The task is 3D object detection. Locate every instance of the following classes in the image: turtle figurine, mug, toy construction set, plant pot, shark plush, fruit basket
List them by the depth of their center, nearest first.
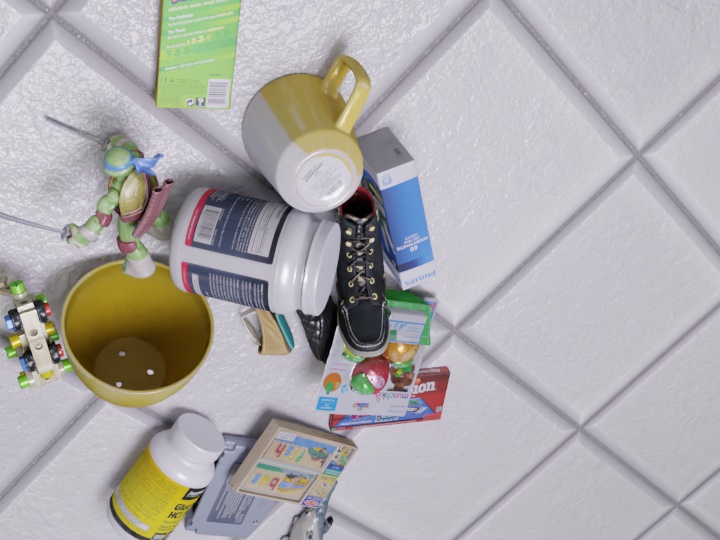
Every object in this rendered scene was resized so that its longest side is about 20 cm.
[{"bbox_3d":[-0.319,-0.090,1.234,0.198,0.145,0.195,-14,143,1],"label":"turtle figurine"},{"bbox_3d":[-0.065,-0.167,1.251,0.148,0.154,0.188,-8,125,-14],"label":"mug"},{"bbox_3d":[-0.444,0.073,1.297,0.092,0.131,0.201,-33,124,-14],"label":"toy construction set"},{"bbox_3d":[-0.309,0.107,1.342,0.198,0.202,0.142,0,148,-20],"label":"plant pot"},{"bbox_3d":[0.031,0.130,1.499,0.184,0.093,0.202,9,97,-37],"label":"fruit basket"},{"bbox_3d":[-0.085,0.453,1.747,0.083,0.090,0.202,0,104,-43],"label":"shark plush"}]

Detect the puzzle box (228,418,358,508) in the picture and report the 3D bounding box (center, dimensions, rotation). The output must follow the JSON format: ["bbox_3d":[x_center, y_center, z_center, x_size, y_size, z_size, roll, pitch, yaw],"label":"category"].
[{"bbox_3d":[-0.106,0.319,1.608,0.199,0.025,0.134,24,104,-46],"label":"puzzle box"}]

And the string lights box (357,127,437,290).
[{"bbox_3d":[0.050,-0.085,1.381,0.058,0.103,0.201,-21,127,-8],"label":"string lights box"}]

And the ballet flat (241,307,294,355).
[{"bbox_3d":[-0.147,0.051,1.426,0.062,0.069,0.201,-11,126,4],"label":"ballet flat"}]

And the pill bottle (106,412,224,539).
[{"bbox_3d":[-0.297,0.321,1.521,0.112,0.113,0.201,26,111,-32],"label":"pill bottle"}]

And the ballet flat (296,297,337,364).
[{"bbox_3d":[-0.072,0.062,1.479,0.067,0.056,0.201,-53,141,-37],"label":"ballet flat"}]

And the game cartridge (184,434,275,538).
[{"bbox_3d":[-0.200,0.360,1.635,0.132,0.042,0.201,11,118,-31],"label":"game cartridge"}]

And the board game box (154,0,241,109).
[{"bbox_3d":[-0.196,-0.293,1.195,0.095,0.030,0.202,-2,126,-20],"label":"board game box"}]

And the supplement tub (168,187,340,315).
[{"bbox_3d":[-0.137,-0.023,1.286,0.198,0.141,0.142,13,123,9],"label":"supplement tub"}]

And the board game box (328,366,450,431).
[{"bbox_3d":[0.048,0.214,1.638,0.198,0.019,0.104,-4,123,-18],"label":"board game box"}]

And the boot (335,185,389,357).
[{"bbox_3d":[-0.002,-0.001,1.345,0.073,0.205,0.155,-5,137,-1],"label":"boot"}]
